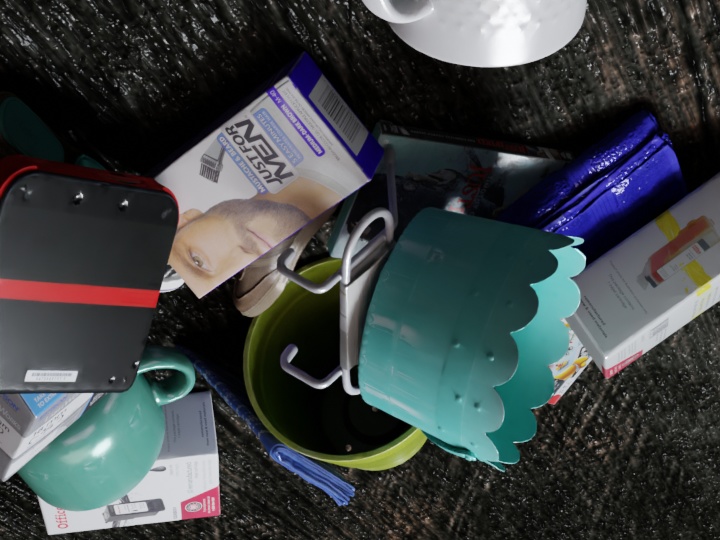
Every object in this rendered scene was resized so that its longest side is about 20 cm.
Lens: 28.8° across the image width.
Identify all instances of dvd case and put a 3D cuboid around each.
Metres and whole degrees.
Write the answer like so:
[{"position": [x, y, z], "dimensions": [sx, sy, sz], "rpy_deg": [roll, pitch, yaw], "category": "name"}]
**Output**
[{"position": [0.083, -0.061, 1.284], "dimensions": [0.197, 0.022, 0.147], "rpy_deg": [6, 130, -24], "category": "dvd case"}]

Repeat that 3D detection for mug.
[{"position": [-0.271, 0.128, 1.371], "dimensions": [0.150, 0.186, 0.115], "rpy_deg": [19, 152, 27], "category": "mug"}, {"position": [0.069, -0.238, 0.923], "dimensions": [0.199, 0.147, 0.177], "rpy_deg": [-35, 145, -30], "category": "mug"}]

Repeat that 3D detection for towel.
[{"position": [-0.098, 0.155, 1.414], "dimensions": [0.024, 0.200, 0.145], "rpy_deg": [-50, 136, -1], "category": "towel"}, {"position": [0.212, -0.044, 1.299], "dimensions": [0.199, 0.050, 0.148], "rpy_deg": [-36, 141, 5], "category": "towel"}]

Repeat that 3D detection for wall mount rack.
[{"position": [0.000, 0.000, 1.184], "dimensions": [0.174, 0.074, 0.202], "rpy_deg": [-42, 149, -35], "category": "wall mount rack"}]

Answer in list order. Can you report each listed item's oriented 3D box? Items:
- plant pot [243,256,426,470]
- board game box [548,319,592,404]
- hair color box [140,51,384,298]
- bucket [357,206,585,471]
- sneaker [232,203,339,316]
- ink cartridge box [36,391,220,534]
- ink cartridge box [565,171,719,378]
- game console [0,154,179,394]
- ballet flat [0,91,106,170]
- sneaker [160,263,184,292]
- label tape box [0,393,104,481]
[{"position": [0.002, 0.115, 1.398], "dimensions": [0.198, 0.203, 0.193], "rpy_deg": [-15, 156, 4], "category": "plant pot"}, {"position": [0.205, 0.051, 1.452], "dimensions": [0.125, 0.035, 0.201], "rpy_deg": [14, 126, -31], "category": "board game box"}, {"position": [-0.091, -0.076, 1.161], "dimensions": [0.199, 0.065, 0.110], "rpy_deg": [-33, 106, 29], "category": "hair color box"}, {"position": [0.094, 0.051, 1.176], "dimensions": [0.133, 0.209, 0.208], "rpy_deg": [19, 150, 19], "category": "bucket"}, {"position": [-0.083, -0.042, 1.262], "dimensions": [0.075, 0.071, 0.201], "rpy_deg": [23, 129, -16], "category": "sneaker"}, {"position": [-0.256, 0.212, 1.531], "dimensions": [0.197, 0.084, 0.146], "rpy_deg": [-6, 145, -9], "category": "ink cartridge box"}, {"position": [0.290, 0.005, 1.325], "dimensions": [0.199, 0.084, 0.145], "rpy_deg": [-35, 164, 2], "category": "ink cartridge box"}, {"position": [-0.227, 0.008, 1.079], "dimensions": [0.199, 0.031, 0.179], "rpy_deg": [6, 104, -55], "category": "game console"}, {"position": [-0.262, -0.075, 1.159], "dimensions": [0.071, 0.069, 0.200], "rpy_deg": [-6, 150, 29], "category": "ballet flat"}, {"position": [-0.256, -0.001, 1.254], "dimensions": [0.198, 0.073, 0.115], "rpy_deg": [11, 141, -12], "category": "sneaker"}, {"position": [-0.250, 0.075, 1.170], "dimensions": [0.144, 0.063, 0.200], "rpy_deg": [-43, 174, -39], "category": "label tape box"}]
